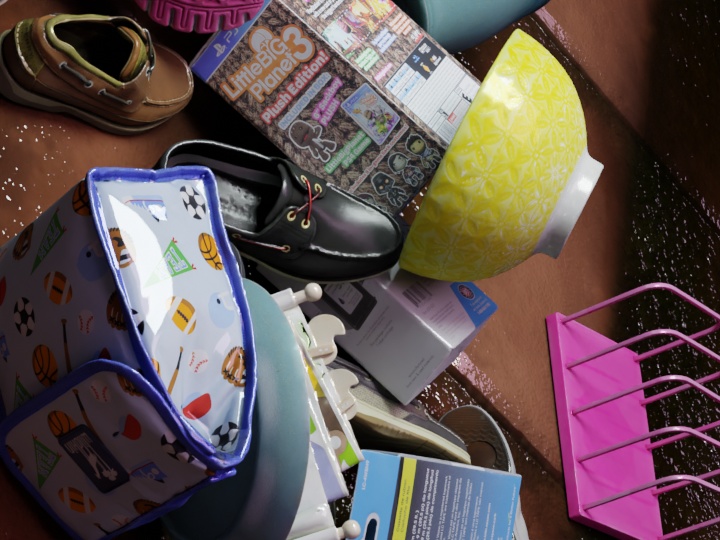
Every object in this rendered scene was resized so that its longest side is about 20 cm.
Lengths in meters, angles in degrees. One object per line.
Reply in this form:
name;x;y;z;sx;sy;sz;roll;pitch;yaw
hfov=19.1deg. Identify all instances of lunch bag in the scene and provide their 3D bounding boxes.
lunch bag;-0.155;0.058;1.358;0.123;0.170;0.202;-5;72;-42

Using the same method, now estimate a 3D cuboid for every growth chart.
growth chart;-0.067;0.113;1.508;0.018;0.143;0.202;78;0;-69

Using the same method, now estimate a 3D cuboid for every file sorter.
file sorter;0.269;0.132;1.957;0.138;0.125;0.202;26;50;-44

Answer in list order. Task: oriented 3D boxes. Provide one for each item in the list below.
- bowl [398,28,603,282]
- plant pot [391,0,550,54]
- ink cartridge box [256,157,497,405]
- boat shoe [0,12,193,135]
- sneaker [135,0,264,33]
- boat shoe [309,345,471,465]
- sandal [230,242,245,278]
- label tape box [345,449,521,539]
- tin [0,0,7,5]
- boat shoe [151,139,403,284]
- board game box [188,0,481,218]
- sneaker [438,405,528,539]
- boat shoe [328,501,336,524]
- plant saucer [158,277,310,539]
bowl;0.119;-0.068;1.610;0.107;0.201;0.200;27;38;5
plant pot;0.054;-0.271;1.864;0.188;0.199;0.201;-42;105;-39
ink cartridge box;0.000;0.000;1.672;0.200;0.067;0.116;42;27;7
boat shoe;-0.179;-0.146;1.556;0.199;0.068;0.073;-3;71;-56
sneaker;-0.159;-0.248;1.585;0.198;0.082;0.089;24;34;-5
boat shoe;0.014;0.109;1.666;0.200;0.071;0.067;25;56;-39
sandal;-0.105;0.068;1.497;0.043;0.075;0.202;76;0;-67
label tape box;0.031;0.210;1.591;0.199;0.066;0.145;15;83;-48
tin;-0.300;-0.269;1.493;0.112;0.042;0.202;11;61;-56
boat shoe;-0.060;-0.043;1.576;0.199;0.063;0.074;16;68;-10
board game box;-0.012;-0.151;1.692;0.200;0.097;0.160;42;26;-3
sneaker;0.100;0.212;1.747;0.085;0.072;0.202;75;2;-60
boat shoe;-0.067;0.117;1.559;0.065;0.073;0.202;28;46;-64
plant saucer;-0.097;0.105;1.412;0.027;0.200;0.202;2;67;-34
